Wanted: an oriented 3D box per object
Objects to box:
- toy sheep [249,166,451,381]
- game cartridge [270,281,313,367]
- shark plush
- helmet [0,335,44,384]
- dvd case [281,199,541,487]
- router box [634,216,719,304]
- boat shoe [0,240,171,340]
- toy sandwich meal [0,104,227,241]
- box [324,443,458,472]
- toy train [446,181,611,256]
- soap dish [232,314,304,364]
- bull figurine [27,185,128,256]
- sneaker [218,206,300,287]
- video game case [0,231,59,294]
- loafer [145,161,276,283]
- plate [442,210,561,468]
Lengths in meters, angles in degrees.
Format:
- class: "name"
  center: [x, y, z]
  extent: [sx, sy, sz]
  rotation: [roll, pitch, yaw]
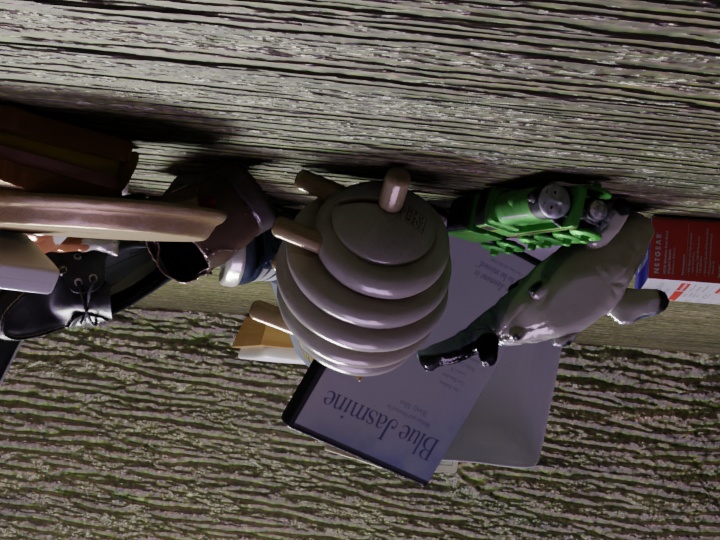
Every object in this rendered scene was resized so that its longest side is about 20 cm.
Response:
- class: "toy sheep"
  center: [0.000, 0.000, 1.342]
  extent: [0.136, 0.139, 0.201]
  rotation: [5, 143, -10]
- class: "game cartridge"
  center: [-0.041, 0.034, 1.706]
  extent: [0.041, 0.134, 0.200]
  rotation: [-26, -161, -10]
- class: "shark plush"
  center: [0.136, 0.025, 1.381]
  extent: [0.091, 0.200, 0.083]
  rotation: [51, 175, -24]
- class: "helmet"
  center: [-0.364, 0.020, 1.621]
  extent: [0.198, 0.191, 0.201]
  rotation: [25, 152, 15]
- class: "dvd case"
  center: [0.044, 0.056, 1.462]
  extent: [0.142, 0.201, 0.018]
  rotation: [25, -170, -30]
- class: "router box"
  center: [0.312, -0.002, 1.516]
  extent: [0.177, 0.049, 0.200]
  rotation: [5, 176, 5]
- class: "boat shoe"
  center: [-0.216, 0.011, 1.580]
  extent: [0.198, 0.075, 0.066]
  rotation: [-25, -135, -33]
- class: "toy sandwich meal"
  center: [-0.183, -0.060, 1.226]
  extent: [0.203, 0.071, 0.205]
  rotation: [3, 178, 0]
- class: "box"
  center: [0.042, 0.062, 1.598]
  extent: [0.094, 0.202, 0.077]
  rotation: [10, 180, -41]
- class: "toy train"
  center: [0.113, -0.039, 1.334]
  extent: [0.056, 0.042, 0.200]
  rotation: [17, 172, -16]
- class: "soap dish"
  center: [-0.125, 0.121, 3.345]
  extent: [0.156, 0.082, 0.200]
  rotation: [6, 175, -18]
- class: "bull figurine"
  center: [-0.245, -0.044, 1.489]
  extent: [0.120, 0.066, 0.200]
  rotation: [2, 179, -12]
- class: "sneaker"
  center: [-0.071, -0.024, 1.547]
  extent: [0.083, 0.076, 0.200]
  rotation: [0, -178, 0]
- class: "video game case"
  center: [-0.321, -0.047, 1.260]
  extent: [0.199, 0.024, 0.182]
  rotation: [10, -157, -45]
- class: "loafer"
  center: [-0.126, -0.029, 1.383]
  extent: [0.071, 0.073, 0.200]
  rotation: [-39, -177, -21]
- class: "plate"
  center: [0.087, 0.056, 1.560]
  extent: [0.198, 0.202, 0.032]
  rotation: [8, -176, -40]
